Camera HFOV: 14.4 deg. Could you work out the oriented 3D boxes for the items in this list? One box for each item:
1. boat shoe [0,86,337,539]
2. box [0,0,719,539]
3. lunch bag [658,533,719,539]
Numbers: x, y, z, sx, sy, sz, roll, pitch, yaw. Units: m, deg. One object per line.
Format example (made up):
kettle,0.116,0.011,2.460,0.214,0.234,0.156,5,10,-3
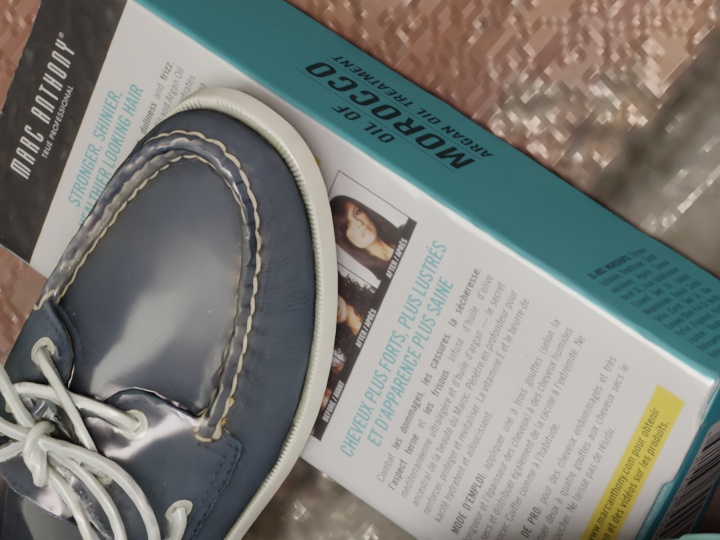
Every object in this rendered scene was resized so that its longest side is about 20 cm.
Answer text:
boat shoe,-0.067,0.047,0.689,0.075,0.062,0.200,40,123,20
box,0.000,0.000,0.701,0.200,0.049,0.082,34,118,19
lunch bag,0.089,0.128,0.632,0.199,0.077,0.160,-7,139,35
